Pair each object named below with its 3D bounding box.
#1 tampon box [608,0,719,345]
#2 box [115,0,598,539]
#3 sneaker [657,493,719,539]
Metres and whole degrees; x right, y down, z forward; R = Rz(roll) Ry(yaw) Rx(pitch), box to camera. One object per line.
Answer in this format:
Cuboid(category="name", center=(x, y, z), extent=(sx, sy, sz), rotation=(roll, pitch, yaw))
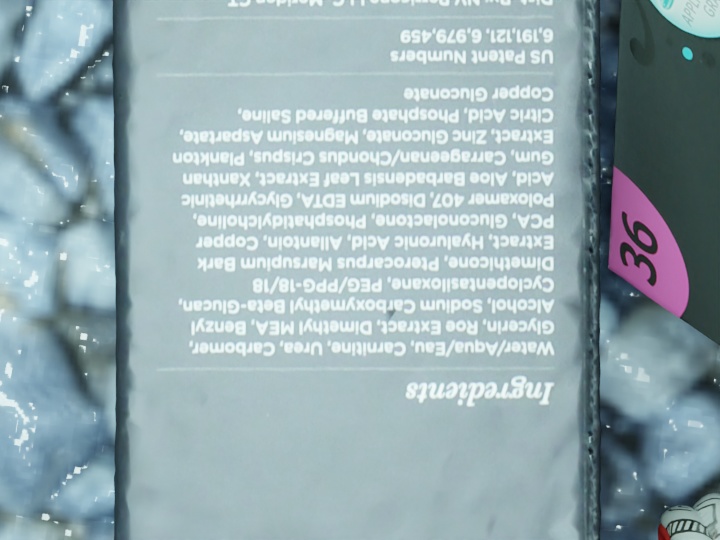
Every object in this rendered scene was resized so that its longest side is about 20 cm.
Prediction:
Cuboid(category="tampon box", center=(0.175, -0.034, 0.642), extent=(0.126, 0.150, 0.200), rotation=(-34, 51, -29))
Cuboid(category="box", center=(0.000, 0.000, 0.696), extent=(0.117, 0.197, 0.200), rotation=(-1, 89, 1))
Cuboid(category="sneaker", center=(0.142, 0.152, 0.745), extent=(0.108, 0.067, 0.201), rotation=(-9, 67, 0))
